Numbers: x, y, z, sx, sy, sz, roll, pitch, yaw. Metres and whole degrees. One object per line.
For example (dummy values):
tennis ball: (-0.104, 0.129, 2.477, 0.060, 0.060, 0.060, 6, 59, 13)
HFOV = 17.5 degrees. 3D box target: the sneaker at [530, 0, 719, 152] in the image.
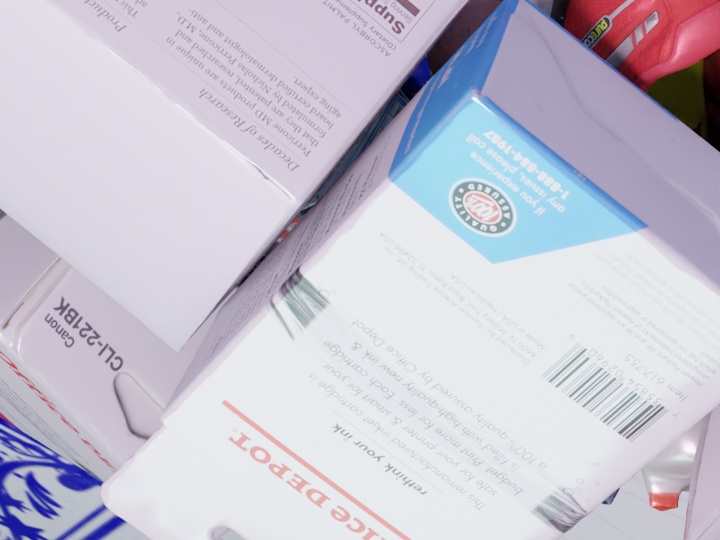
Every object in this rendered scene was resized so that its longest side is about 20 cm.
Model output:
sneaker: (0.092, -0.022, 0.745, 0.085, 0.077, 0.200, 50, 159, 40)

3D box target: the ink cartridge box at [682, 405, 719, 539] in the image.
ink cartridge box: (0.164, 0.108, 0.876, 0.161, 0.200, 0.050, 47, 176, -41)

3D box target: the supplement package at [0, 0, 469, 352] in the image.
supplement package: (-0.087, -0.094, 0.752, 0.200, 0.111, 0.156, 39, 155, -2)

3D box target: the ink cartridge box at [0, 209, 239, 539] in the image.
ink cartridge box: (-0.126, 0.013, 0.953, 0.200, 0.084, 0.144, 24, 159, 50)

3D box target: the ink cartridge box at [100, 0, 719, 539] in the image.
ink cartridge box: (0.023, 0.028, 0.708, 0.116, 0.068, 0.200, 38, 125, -10)

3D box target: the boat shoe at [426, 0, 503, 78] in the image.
boat shoe: (0.062, -0.030, 0.835, 0.072, 0.065, 0.200, -1, 148, 17)

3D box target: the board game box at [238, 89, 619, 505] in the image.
board game box: (0.000, 0.000, 0.963, 0.200, 0.062, 0.200, 13, 152, 36)

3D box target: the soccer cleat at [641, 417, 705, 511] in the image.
soccer cleat: (0.181, 0.070, 0.949, 0.069, 0.078, 0.200, -10, 159, 39)
